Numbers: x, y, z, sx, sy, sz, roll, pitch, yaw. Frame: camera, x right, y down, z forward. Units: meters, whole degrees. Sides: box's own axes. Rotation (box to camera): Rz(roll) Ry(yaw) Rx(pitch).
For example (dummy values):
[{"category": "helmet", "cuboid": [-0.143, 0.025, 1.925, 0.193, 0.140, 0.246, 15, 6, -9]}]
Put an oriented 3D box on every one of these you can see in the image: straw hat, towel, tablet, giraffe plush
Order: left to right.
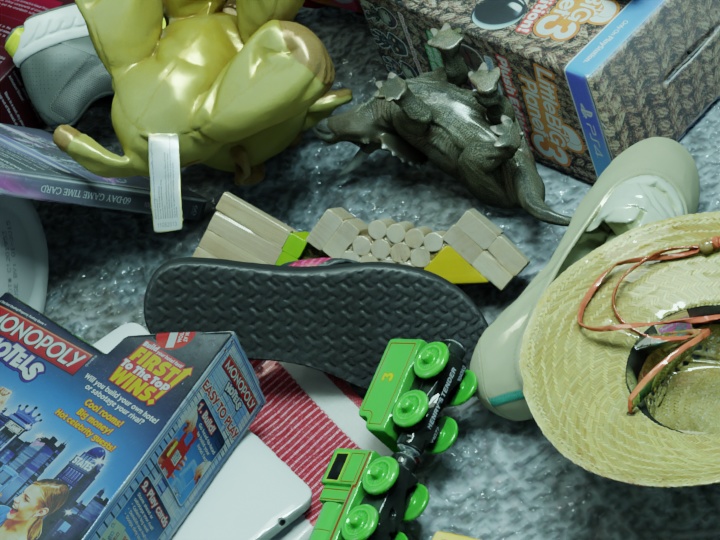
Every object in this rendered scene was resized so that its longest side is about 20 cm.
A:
[{"category": "tablet", "cuboid": [-0.128, 0.112, 1.243, 0.130, 0.014, 0.200, -37, 46, -15]}, {"category": "towel", "cuboid": [-0.083, 0.122, 1.239, 0.200, 0.023, 0.144, -35, 44, -12]}, {"category": "giraffe plush", "cuboid": [-0.082, -0.118, 1.368, 0.172, 0.162, 0.201, 12, 91, 17]}, {"category": "straw hat", "cuboid": [0.182, 0.063, 1.132, 0.200, 0.085, 0.202, -14, 38, 11]}]

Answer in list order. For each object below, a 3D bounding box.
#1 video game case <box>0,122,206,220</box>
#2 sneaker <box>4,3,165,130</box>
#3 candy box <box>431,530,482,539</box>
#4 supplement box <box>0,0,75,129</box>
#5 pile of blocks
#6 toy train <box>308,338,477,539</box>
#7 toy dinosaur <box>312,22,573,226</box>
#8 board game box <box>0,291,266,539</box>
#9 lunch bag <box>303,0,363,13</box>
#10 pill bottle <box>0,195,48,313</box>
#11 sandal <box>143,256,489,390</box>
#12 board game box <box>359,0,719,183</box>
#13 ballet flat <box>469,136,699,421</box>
[{"category": "video game case", "cuboid": [-0.212, -0.069, 1.385, 0.143, 0.199, 0.019, 26, 101, 40]}, {"category": "sneaker", "cuboid": [-0.136, -0.145, 1.503, 0.199, 0.085, 0.074, -15, -3, -14]}, {"category": "candy box", "cuboid": [0.105, 0.199, 1.053, 0.199, 0.057, 0.117, 9, 51, 29]}, {"category": "supplement box", "cuboid": [-0.234, -0.170, 1.570, 0.109, 0.061, 0.200, 19, 59, 36]}, {"category": "pile of blocks", "cuboid": [0.000, 0.000, 1.304, 0.199, 0.083, 0.062, 4, 3, 9]}, {"category": "toy train", "cuboid": [0.003, 0.122, 1.170, 0.056, 0.042, 0.201, 0, 56, 44]}, {"category": "toy dinosaur", "cuboid": [0.066, -0.079, 1.325, 0.199, 0.102, 0.077, 25, 70, 24]}, {"category": "board game box", "cuboid": [-0.161, 0.098, 1.216, 0.200, 0.062, 0.200, -42, 46, -22]}, {"category": "lunch bag", "cuboid": [-0.010, -0.291, 1.485, 0.082, 0.200, 0.176, 9, 51, 40]}, {"category": "pill bottle", "cuboid": [-0.304, 0.003, 1.393, 0.199, 0.109, 0.109, -5, 46, 21]}, {"category": "sandal", "cuboid": [-0.021, 0.024, 1.251, 0.199, 0.076, 0.045, 9, 15, 6]}, {"category": "board game box", "cuboid": [0.127, -0.160, 1.369, 0.200, 0.097, 0.159, 26, 62, 41]}, {"category": "ballet flat", "cuboid": [0.136, 0.001, 1.223, 0.069, 0.070, 0.200, 21, 64, 38]}]
